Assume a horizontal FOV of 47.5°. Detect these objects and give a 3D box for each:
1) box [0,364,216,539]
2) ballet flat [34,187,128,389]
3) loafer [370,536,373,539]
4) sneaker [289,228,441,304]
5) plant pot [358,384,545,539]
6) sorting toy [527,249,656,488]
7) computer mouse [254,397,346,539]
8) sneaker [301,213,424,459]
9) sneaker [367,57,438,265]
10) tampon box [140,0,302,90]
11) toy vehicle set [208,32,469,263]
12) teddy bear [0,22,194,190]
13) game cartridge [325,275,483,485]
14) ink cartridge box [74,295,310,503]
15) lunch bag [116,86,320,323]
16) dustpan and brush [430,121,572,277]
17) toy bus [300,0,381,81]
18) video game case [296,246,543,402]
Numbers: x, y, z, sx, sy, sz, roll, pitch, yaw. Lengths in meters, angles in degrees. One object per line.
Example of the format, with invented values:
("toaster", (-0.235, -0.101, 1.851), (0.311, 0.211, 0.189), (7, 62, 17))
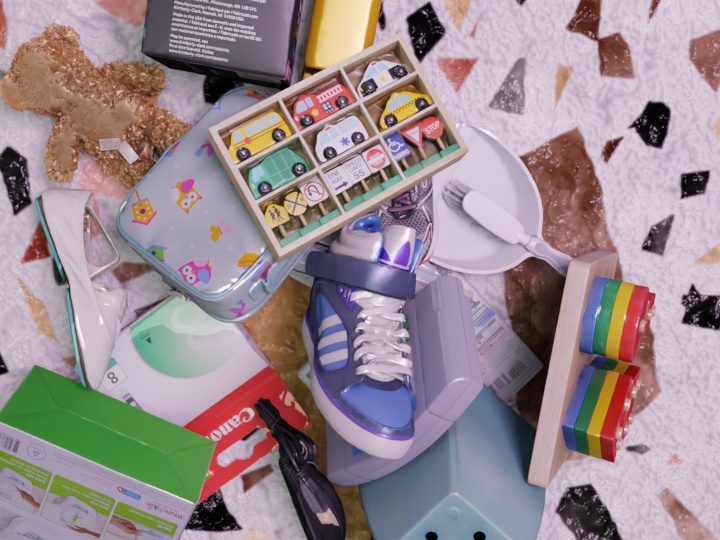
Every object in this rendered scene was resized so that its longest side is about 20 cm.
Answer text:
("box", (-0.269, 0.223, 0.803), (0.198, 0.097, 0.178), (24, 116, -7))
("ballet flat", (-0.261, 0.011, 0.793), (0.068, 0.069, 0.203), (-18, 80, -1))
("loafer", (0.041, 0.351, 0.881), (0.072, 0.071, 0.203), (9, 98, -5))
("sneaker", (0.000, 0.000, 0.823), (0.198, 0.071, 0.074), (28, 77, 0))
("plant pot", (0.084, 0.206, 0.763), (0.141, 0.200, 0.141), (41, 107, -9))
("sorting toy", (0.232, 0.090, 0.785), (0.069, 0.198, 0.203), (13, 99, 23))
("computer mouse", (-0.041, 0.224, 0.819), (0.046, 0.140, 0.203), (-24, 109, -16))
("sneaker", (0.013, 0.038, 0.687), (0.079, 0.201, 0.148), (11, 118, -27))
("sneaker", (0.029, -0.101, 0.776), (0.079, 0.075, 0.203), (-7, 77, 0))
("tampon box", (-0.109, -0.277, 0.732), (0.124, 0.150, 0.203), (9, 98, -5))
("toy vehicle set", (-0.017, -0.110, 0.715), (0.198, 0.027, 0.125), (-30, 85, -16))
("teddy bear", (-0.243, -0.143, 0.794), (0.197, 0.067, 0.147), (19, 103, -14))
("game cartridge", (0.031, 0.110, 0.752), (0.040, 0.135, 0.200), (22, 132, -29))
("ink cartridge box", (-0.169, 0.129, 0.844), (0.160, 0.050, 0.201), (-35, 98, 2))
("lunch bag", (-0.112, -0.056, 0.754), (0.160, 0.077, 0.201), (35, 75, 17))
("dustpan and brush", (0.152, -0.041, 0.830), (0.199, 0.057, 0.141), (31, 89, -24))
("toy bus", (-0.014, -0.245, 0.780), (0.064, 0.078, 0.203), (10, 98, -5))
("video game case", (0.064, 0.104, 0.870), (0.200, 0.022, 0.182), (-43, 99, 4))
